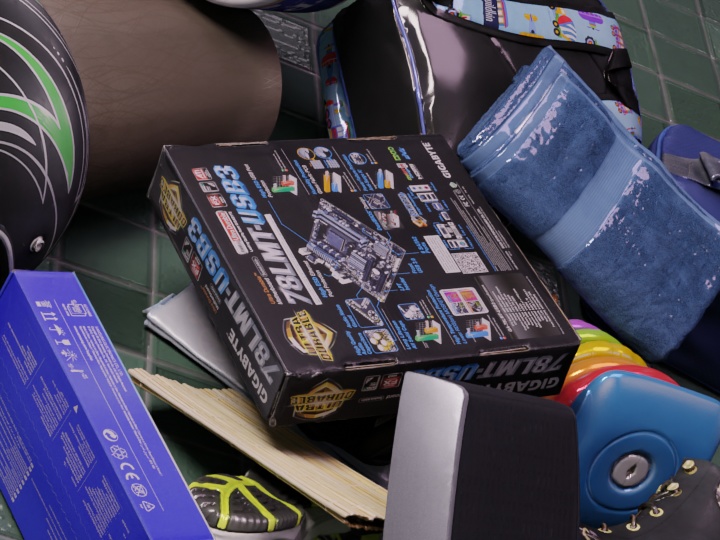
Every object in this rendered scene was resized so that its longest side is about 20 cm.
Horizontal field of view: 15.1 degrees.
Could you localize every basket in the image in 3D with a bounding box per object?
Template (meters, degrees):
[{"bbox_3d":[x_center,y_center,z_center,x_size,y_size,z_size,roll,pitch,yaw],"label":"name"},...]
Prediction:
[{"bbox_3d":[-0.157,-0.117,1.717,0.200,0.136,0.180,-3,48,-46],"label":"basket"}]

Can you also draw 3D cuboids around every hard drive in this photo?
[{"bbox_3d":[0.068,0.162,1.489,0.135,0.042,0.201,14,78,-46],"label":"hard drive"}]

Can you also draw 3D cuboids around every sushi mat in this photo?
[{"bbox_3d":[-0.042,0.104,1.542,0.200,0.012,0.096,30,11,41],"label":"sushi mat"}]

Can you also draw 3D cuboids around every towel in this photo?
[{"bbox_3d":[0.158,-0.041,1.770,0.200,0.049,0.112,46,57,-13],"label":"towel"}]

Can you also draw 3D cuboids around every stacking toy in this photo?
[{"bbox_3d":[0.141,0.073,1.750,0.110,0.116,0.200,17,25,-26],"label":"stacking toy"}]

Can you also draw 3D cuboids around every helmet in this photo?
[{"bbox_3d":[-0.248,-0.082,1.536,0.190,0.200,0.200,1,44,-35],"label":"helmet"}]

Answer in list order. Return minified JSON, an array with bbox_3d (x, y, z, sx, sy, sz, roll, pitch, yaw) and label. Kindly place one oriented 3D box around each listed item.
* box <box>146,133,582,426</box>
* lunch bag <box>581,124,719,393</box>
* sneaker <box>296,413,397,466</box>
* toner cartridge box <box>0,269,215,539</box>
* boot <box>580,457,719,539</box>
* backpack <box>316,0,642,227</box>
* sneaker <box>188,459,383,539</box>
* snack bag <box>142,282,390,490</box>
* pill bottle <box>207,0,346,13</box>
[{"bbox_3d":[0.000,0.000,1.608,0.198,0.050,0.200,-6,45,-29],"label":"box"},{"bbox_3d":[0.256,-0.012,1.907,0.200,0.132,0.136,27,33,-8],"label":"lunch bag"},{"bbox_3d":[0.029,0.061,1.649,0.199,0.076,0.114,-8,51,-39],"label":"sneaker"},{"bbox_3d":[-0.153,0.102,1.466,0.043,0.095,0.200,1,45,-38],"label":"toner cartridge box"},{"bbox_3d":[0.151,0.161,1.626,0.203,0.074,0.154,40,49,0],"label":"boot"},{"bbox_3d":[0.089,-0.116,1.864,0.200,0.134,0.183,-6,78,-36],"label":"backpack"},{"bbox_3d":[-0.051,0.153,1.512,0.075,0.077,0.200,24,10,26],"label":"sneaker"},{"bbox_3d":[-0.017,0.047,1.712,0.200,0.021,0.189,37,34,8],"label":"snack bag"},{"bbox_3d":[-0.047,-0.229,1.777,0.120,0.120,0.200,39,14,11],"label":"pill bottle"}]
